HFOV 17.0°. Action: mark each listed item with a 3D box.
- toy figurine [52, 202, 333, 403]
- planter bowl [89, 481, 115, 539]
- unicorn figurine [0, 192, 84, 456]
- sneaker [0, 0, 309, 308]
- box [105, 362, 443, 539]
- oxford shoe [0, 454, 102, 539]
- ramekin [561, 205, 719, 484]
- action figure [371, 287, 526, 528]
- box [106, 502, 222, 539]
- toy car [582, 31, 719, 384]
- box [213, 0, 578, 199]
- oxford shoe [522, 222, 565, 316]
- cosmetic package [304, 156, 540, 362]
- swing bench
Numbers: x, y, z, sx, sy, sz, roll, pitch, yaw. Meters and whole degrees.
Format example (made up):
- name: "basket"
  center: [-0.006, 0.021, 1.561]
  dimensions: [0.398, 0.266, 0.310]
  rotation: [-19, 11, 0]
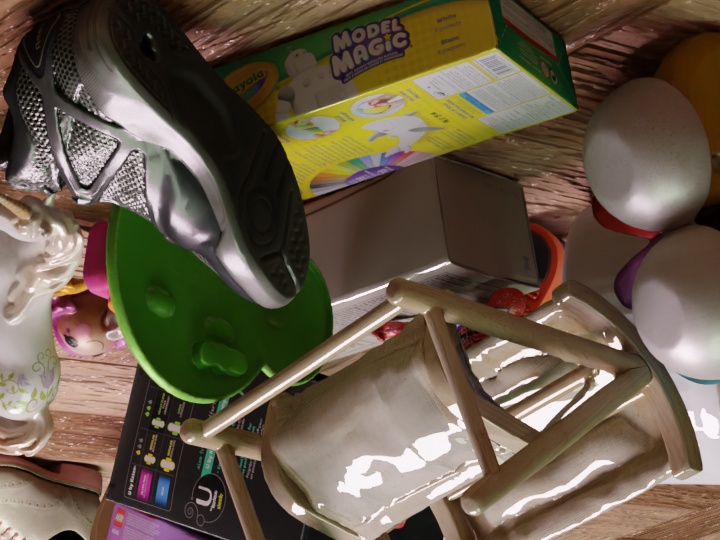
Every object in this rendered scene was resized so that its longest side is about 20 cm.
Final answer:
- name: "toy figurine"
  center: [-0.146, 0.016, 1.420]
  dimensions: [0.183, 0.151, 0.200]
  rotation: [-7, 158, 36]
- name: "planter bowl"
  center: [-0.129, 0.200, 1.900]
  dimensions: [0.134, 0.201, 0.200]
  rotation: [29, 148, -18]
- name: "unicorn figurine"
  center: [-0.200, 0.013, 1.316]
  dimensions: [0.137, 0.201, 0.074]
  rotation: [14, -141, 34]
- name: "sneaker"
  center: [-0.110, -0.054, 1.230]
  dimensions: [0.114, 0.076, 0.200]
  rotation: [-12, 134, 35]
- name: "box"
  center: [-0.052, 0.130, 1.676]
  dimensions: [0.199, 0.125, 0.148]
  rotation: [11, 178, 44]
- name: "oxford shoe"
  center: [-0.287, 0.194, 1.951]
  dimensions: [0.199, 0.074, 0.071]
  rotation: [9, 155, -41]
- name: "ramekin"
  center: [0.195, 0.043, 1.536]
  dimensions: [0.097, 0.201, 0.200]
  rotation: [-6, 163, 19]
- name: "action figure"
  center: [0.030, 0.074, 1.494]
  dimensions: [0.099, 0.065, 0.200]
  rotation: [16, 131, -25]
- name: "box"
  center: [-0.075, 0.209, 1.699]
  dimensions: [0.136, 0.039, 0.200]
  rotation: [13, 180, -32]
- name: "toy car"
  center: [0.196, -0.024, 1.339]
  dimensions: [0.174, 0.201, 0.150]
  rotation: [-14, 172, -34]
- name: "box"
  center: [0.003, -0.090, 1.289]
  dimensions: [0.199, 0.049, 0.117]
  rotation: [-19, 159, 22]
- name: "oxford shoe"
  center: [0.086, 0.067, 1.598]
  dimensions: [0.200, 0.071, 0.072]
  rotation: [-58, 152, 5]
- name: "cosmetic package"
  center: [0.000, 0.000, 1.508]
  dimensions: [0.199, 0.073, 0.103]
  rotation: [-21, 158, 32]
- name: "swing bench"
  center: [0.046, 0.098, 1.348]
  dimensions: [0.199, 0.130, 0.199]
  rotation: [-3, 157, -46]
